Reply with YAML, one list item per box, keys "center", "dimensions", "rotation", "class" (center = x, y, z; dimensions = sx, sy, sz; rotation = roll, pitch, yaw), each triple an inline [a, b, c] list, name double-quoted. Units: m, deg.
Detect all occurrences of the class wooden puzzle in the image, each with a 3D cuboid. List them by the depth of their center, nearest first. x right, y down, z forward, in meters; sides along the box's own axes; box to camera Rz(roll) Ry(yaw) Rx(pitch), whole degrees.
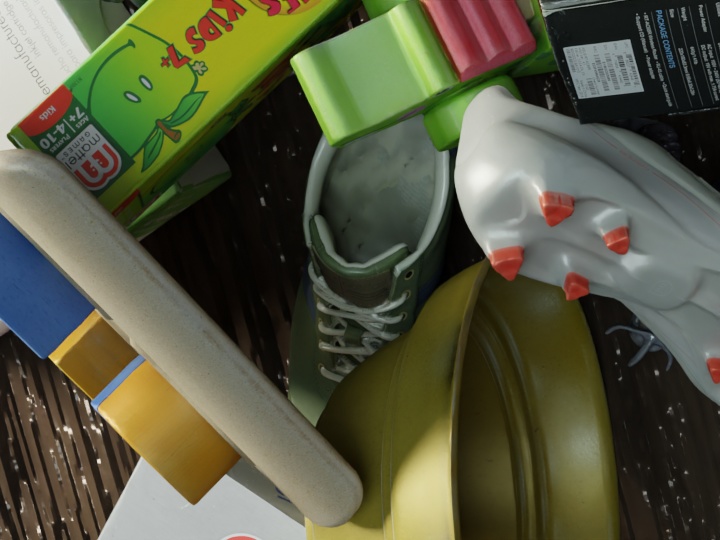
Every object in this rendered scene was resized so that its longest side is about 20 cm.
- center: [-0.105, 0.014, 0.746]
  dimensions: [0.046, 0.200, 0.185]
  rotation: [-47, 118, -11]
  class: "wooden puzzle"

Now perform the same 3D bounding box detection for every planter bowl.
- center: [0.033, 0.090, 0.781]
  dimensions: [0.083, 0.200, 0.202]
  rotation: [-6, 98, 22]
  class: "planter bowl"

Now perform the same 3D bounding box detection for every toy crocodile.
- center: [0.066, -0.094, 0.766]
  dimensions: [0.199, 0.062, 0.068]
  rotation: [-19, 84, -25]
  class: "toy crocodile"

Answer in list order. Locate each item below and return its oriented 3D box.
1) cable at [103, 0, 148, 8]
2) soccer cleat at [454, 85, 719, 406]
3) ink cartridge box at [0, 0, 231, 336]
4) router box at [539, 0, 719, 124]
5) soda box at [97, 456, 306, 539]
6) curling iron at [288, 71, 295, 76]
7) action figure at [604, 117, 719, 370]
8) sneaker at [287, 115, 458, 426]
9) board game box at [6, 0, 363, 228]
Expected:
- center: [-0.071, -0.195, 0.787]
  dimensions: [0.051, 0.164, 0.201]
  rotation: [6, 127, -26]
  class: "cable"
- center: [0.118, -0.005, 0.743]
  dimensions: [0.199, 0.078, 0.069]
  rotation: [28, 124, -27]
  class: "soccer cleat"
- center: [-0.172, -0.032, 0.885]
  dimensions: [0.200, 0.067, 0.117]
  rotation: [-34, 91, 19]
  class: "ink cartridge box"
- center: [0.145, -0.150, 0.712]
  dimensions: [0.149, 0.201, 0.062]
  rotation: [-6, 140, 18]
  class: "router box"
- center: [-0.009, 0.138, 0.870]
  dimensions: [0.199, 0.063, 0.068]
  rotation: [32, 108, 9]
  class: "soda box"
- center: [-0.036, -0.179, 0.839]
  dimensions: [0.049, 0.026, 0.201]
  rotation: [5, 101, 27]
  class: "curling iron"
- center: [0.160, -0.038, 0.786]
  dimensions: [0.130, 0.069, 0.200]
  rotation: [32, 113, -10]
  class: "action figure"
- center: [0.000, 0.000, 0.829]
  dimensions: [0.067, 0.090, 0.201]
  rotation: [15, 103, 13]
  class: "sneaker"
- center: [-0.041, -0.097, 0.779]
  dimensions: [0.200, 0.102, 0.048]
  rotation: [-44, 91, -5]
  class: "board game box"
